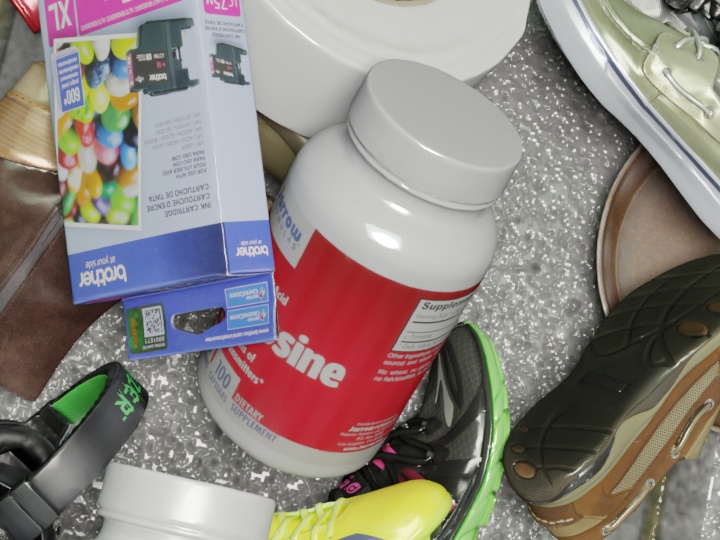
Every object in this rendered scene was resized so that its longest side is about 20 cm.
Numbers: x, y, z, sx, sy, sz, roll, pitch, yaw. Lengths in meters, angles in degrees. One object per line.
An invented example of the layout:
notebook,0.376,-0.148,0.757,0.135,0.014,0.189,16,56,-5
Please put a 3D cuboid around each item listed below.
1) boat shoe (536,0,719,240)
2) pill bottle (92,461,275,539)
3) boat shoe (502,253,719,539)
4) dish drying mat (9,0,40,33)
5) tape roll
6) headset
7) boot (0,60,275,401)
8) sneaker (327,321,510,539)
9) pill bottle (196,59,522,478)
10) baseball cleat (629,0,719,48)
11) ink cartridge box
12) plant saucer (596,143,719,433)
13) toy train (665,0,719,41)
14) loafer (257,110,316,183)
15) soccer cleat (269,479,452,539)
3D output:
boat shoe,0.177,-0.103,0.821,0.062,0.072,0.200,-38,98,27
pill bottle,-0.102,0.199,0.694,0.112,0.113,0.203,14,80,-6
boat shoe,0.160,0.071,0.810,0.200,0.075,0.074,-41,122,-18
dish drying mat,-0.135,-0.228,0.862,0.199,0.018,0.077,-39,90,-11
tape roll,-0.006,-0.172,0.803,0.200,0.071,0.205,13,60,-24
headset,-0.183,0.134,0.766,0.199,0.124,0.094,-39,104,5
boot,-0.142,-0.001,0.819,0.198,0.072,0.168,29,92,-4
sneaker,0.028,0.121,0.810,0.083,0.077,0.202,19,80,-9
pill bottle,0.000,0.000,0.746,0.111,0.113,0.201,27,121,-3
baseball cleat,0.154,-0.213,0.873,0.106,0.070,0.201,-32,77,8
ink cartridge box,-0.103,-0.058,0.733,0.042,0.118,0.203,-8,89,-50
plant saucer,0.232,-0.001,0.874,0.197,0.034,0.203,1,84,-7
toy train,0.175,-0.177,0.824,0.200,0.034,0.046,41,103,12
loafer,-0.060,-0.106,0.824,0.076,0.067,0.201,-31,82,-41
soccer cleat,-0.043,0.152,0.764,0.199,0.065,0.084,-33,87,24
